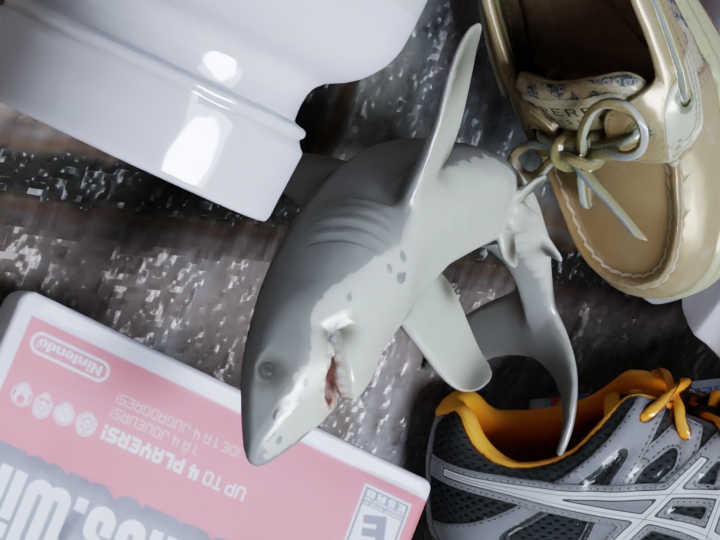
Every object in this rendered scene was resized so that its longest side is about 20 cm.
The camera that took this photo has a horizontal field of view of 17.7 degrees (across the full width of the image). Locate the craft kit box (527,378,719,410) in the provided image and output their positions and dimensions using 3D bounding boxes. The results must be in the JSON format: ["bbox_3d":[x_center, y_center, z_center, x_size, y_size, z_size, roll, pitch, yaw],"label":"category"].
[{"bbox_3d":[0.174,0.125,0.915,0.049,0.200,0.198,-92,174,-49],"label":"craft kit box"}]

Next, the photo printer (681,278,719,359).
[{"bbox_3d":[0.205,-0.038,0.812,0.200,0.069,0.166,-19,152,-53],"label":"photo printer"}]

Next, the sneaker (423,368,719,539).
[{"bbox_3d":[0.115,0.071,0.805,0.078,0.200,0.077,-79,159,-73],"label":"sneaker"}]

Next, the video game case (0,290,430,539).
[{"bbox_3d":[-0.075,0.125,0.656,0.143,0.017,0.200,27,76,-23],"label":"video game case"}]

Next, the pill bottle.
[{"bbox_3d":[-0.020,-0.120,0.584,0.112,0.112,0.200,21,95,-53],"label":"pill bottle"}]

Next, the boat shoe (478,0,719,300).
[{"bbox_3d":[0.064,-0.079,0.712,0.063,0.073,0.200,-32,110,-48],"label":"boat shoe"}]

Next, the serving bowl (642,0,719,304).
[{"bbox_3d":[0.151,-0.081,0.819,0.200,0.066,0.200,-39,163,-14],"label":"serving bowl"}]

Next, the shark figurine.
[{"bbox_3d":[0.010,-0.012,0.709,0.214,0.089,0.128,3,100,-65],"label":"shark figurine"}]
